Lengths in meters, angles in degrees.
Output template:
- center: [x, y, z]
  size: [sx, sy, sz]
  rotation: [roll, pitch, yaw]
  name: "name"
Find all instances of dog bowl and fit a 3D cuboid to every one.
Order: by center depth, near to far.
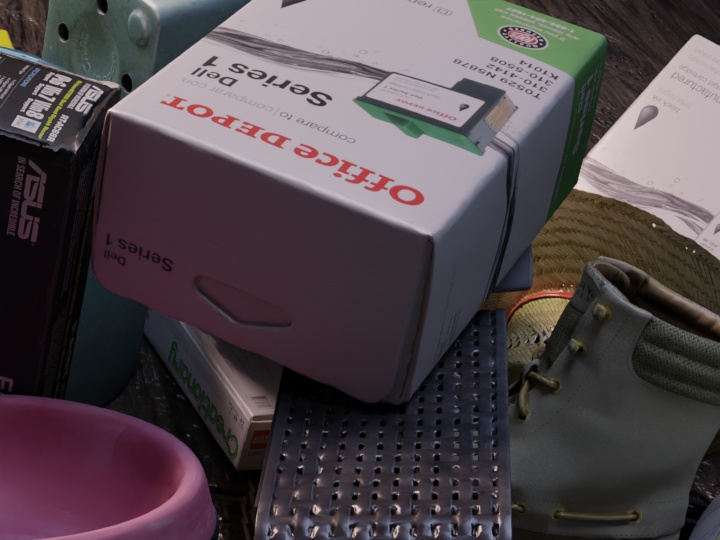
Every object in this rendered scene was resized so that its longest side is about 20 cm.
- center: [-0.141, 0.103, 0.680]
  size: [0.200, 0.074, 0.200]
  rotation: [5, 14, -1]
  name: "dog bowl"

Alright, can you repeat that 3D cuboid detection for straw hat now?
- center: [0.112, 0.060, 0.953]
  size: [0.201, 0.201, 0.085]
  rotation: [23, 48, 7]
  name: "straw hat"

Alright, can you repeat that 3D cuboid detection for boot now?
- center: [0.073, 0.061, 0.869]
  size: [0.200, 0.155, 0.072]
  rotation: [20, 23, -4]
  name: "boot"

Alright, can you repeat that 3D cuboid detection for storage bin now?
- center: [0.015, 0.112, 0.746]
  size: [0.094, 0.135, 0.200]
  rotation: [0, 25, 5]
  name: "storage bin"

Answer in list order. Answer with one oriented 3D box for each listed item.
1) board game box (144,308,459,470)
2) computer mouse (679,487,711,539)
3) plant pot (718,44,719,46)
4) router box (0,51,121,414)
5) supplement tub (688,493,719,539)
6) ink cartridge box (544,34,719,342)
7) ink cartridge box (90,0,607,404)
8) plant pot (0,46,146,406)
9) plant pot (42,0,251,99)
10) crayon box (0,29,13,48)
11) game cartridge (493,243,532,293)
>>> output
- center: [-0.047, 0.036, 1.012]
  size: [0.126, 0.035, 0.200]
  rotation: [0, 30, -30]
  name: "board game box"
- center: [0.252, 0.105, 0.919]
  size: [0.140, 0.200, 0.046]
  rotation: [32, 31, -25]
  name: "computer mouse"
- center: [0.277, -0.048, 1.294]
  size: [0.200, 0.200, 0.179]
  rotation: [28, 40, 17]
  name: "plant pot"
- center: [-0.191, -0.002, 0.769]
  size: [0.150, 0.200, 0.062]
  rotation: [16, 33, 2]
  name: "router box"
- center: [0.198, 0.164, 0.799]
  size: [0.145, 0.145, 0.200]
  rotation: [26, 24, 14]
  name: "supplement tub"
- center: [0.203, -0.023, 1.136]
  size: [0.146, 0.200, 0.083]
  rotation: [35, -13, 31]
  name: "ink cartridge box"
- center: [0.000, -0.049, 0.780]
  size: [0.146, 0.084, 0.200]
  rotation: [21, 36, 15]
  name: "ink cartridge box"
- center: [-0.191, -0.035, 0.933]
  size: [0.200, 0.135, 0.200]
  rotation: [17, 24, -8]
  name: "plant pot"
- center: [-0.092, -0.149, 1.209]
  size: [0.200, 0.196, 0.196]
  rotation: [-16, 41, -40]
  name: "plant pot"
- center: [-0.263, -0.099, 1.120]
  size: [0.127, 0.051, 0.200]
  rotation: [10, 26, -23]
  name: "crayon box"
- center: [0.000, 0.000, 0.907]
  size: [0.133, 0.041, 0.200]
  rotation: [0, -2, -20]
  name: "game cartridge"
